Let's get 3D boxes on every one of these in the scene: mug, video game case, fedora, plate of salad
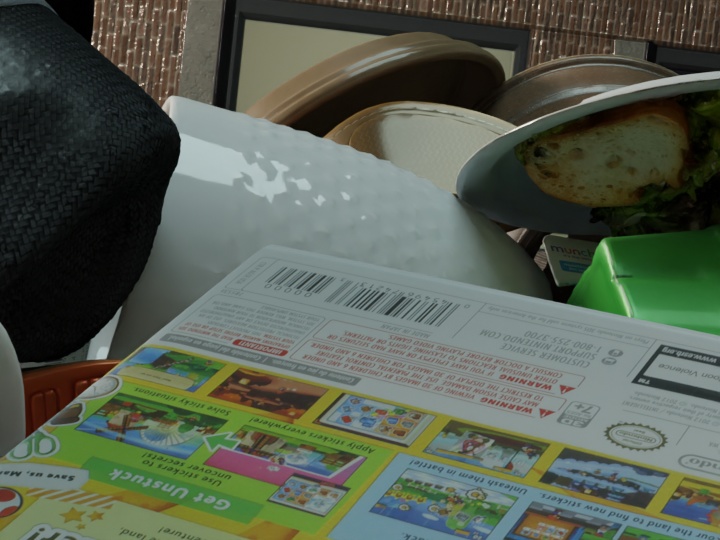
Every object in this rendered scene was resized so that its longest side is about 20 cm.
[{"bbox_3d":[-0.012,0.026,0.819,0.175,0.148,0.200,16,8,-10],"label":"mug"},{"bbox_3d":[0.016,0.055,0.507,0.199,0.023,0.182,12,30,26],"label":"video game case"},{"bbox_3d":[-0.124,-0.027,0.702,0.091,0.201,0.201,27,11,12],"label":"fedora"},{"bbox_3d":[0.139,-0.036,0.836,0.199,0.048,0.200,-5,-16,-1],"label":"plate of salad"}]

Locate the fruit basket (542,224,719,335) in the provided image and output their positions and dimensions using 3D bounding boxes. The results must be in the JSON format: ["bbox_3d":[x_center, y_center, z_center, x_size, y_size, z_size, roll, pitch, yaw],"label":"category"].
[{"bbox_3d":[0.176,0.064,0.791,0.199,0.094,0.186,16,35,-24],"label":"fruit basket"}]

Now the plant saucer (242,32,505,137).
[{"bbox_3d":[-0.011,-0.069,1.124,0.199,0.030,0.200,-26,-19,-10],"label":"plant saucer"}]

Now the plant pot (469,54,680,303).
[{"bbox_3d":[0.135,0.002,1.051,0.199,0.201,0.198,6,14,-3],"label":"plant pot"}]

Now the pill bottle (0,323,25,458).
[{"bbox_3d":[-0.201,0.049,0.538,0.199,0.115,0.114,8,6,12],"label":"pill bottle"}]

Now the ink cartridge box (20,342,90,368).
[{"bbox_3d":[-0.186,0.012,0.874,0.067,0.118,0.200,11,7,26],"label":"ink cartridge box"}]

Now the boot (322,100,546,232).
[{"bbox_3d":[0.000,0.000,0.977,0.199,0.155,0.074,-2,46,6],"label":"boot"}]

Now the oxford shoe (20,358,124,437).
[{"bbox_3d":[-0.118,0.063,0.715,0.199,0.072,0.073,4,3,-20],"label":"oxford shoe"}]
